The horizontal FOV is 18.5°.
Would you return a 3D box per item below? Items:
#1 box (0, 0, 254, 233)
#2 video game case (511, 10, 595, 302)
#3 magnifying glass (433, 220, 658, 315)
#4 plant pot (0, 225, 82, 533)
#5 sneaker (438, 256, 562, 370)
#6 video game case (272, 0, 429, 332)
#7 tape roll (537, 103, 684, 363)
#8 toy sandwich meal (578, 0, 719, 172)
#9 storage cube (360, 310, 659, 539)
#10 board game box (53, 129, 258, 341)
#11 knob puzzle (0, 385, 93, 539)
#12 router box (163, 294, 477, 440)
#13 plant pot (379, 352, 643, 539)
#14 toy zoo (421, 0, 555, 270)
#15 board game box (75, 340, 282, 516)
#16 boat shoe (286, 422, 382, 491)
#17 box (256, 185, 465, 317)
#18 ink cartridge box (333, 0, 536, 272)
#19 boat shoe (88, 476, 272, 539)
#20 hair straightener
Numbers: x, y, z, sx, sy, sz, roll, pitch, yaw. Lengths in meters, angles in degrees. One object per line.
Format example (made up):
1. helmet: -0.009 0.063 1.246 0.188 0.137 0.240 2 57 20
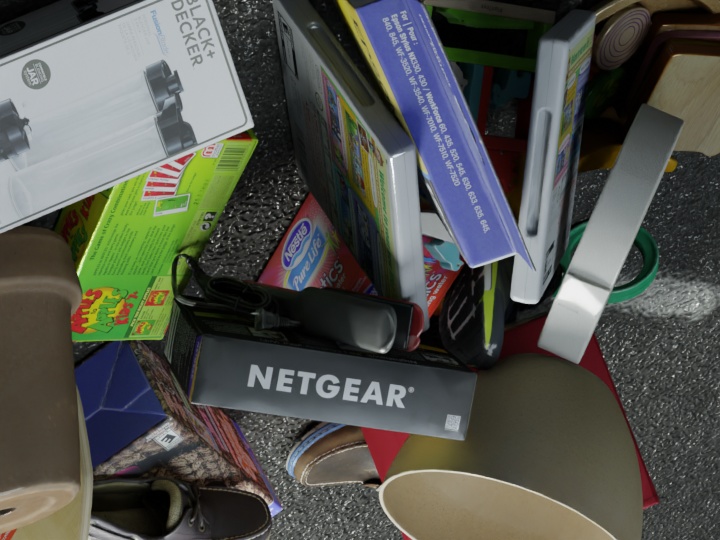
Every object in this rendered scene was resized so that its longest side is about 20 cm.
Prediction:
1. box: -0.183 -0.115 1.446 0.200 0.060 0.117 -23 118 -12
2. video game case: 0.139 -0.086 1.582 0.022 0.200 0.182 8 103 10
3. magnifying glass: 0.155 0.004 1.867 0.200 0.080 0.022 -14 145 -6
4. plant pot: -0.272 0.088 1.507 0.200 0.175 0.200 -17 165 -5
5. sneaker: 0.117 0.007 1.721 0.081 0.200 0.074 26 131 -9
6. video game case: -0.006 -0.077 1.550 0.022 0.182 0.200 -24 143 -13
7. tape roll: 0.188 -0.027 1.658 0.203 0.037 0.203 24 90 -85
8. toy sandwich meal: 0.226 -0.141 1.740 0.205 0.070 0.205 -20 143 -16
9. storage cube: 0.116 0.144 1.852 0.200 0.180 0.171 -21 178 -16
10. board game box: -0.161 -0.035 1.600 0.102 0.048 0.200 0 133 -35
11. knob puzzle: -0.246 0.155 1.632 0.030 0.220 0.220 2 133 -44
12. router box: -0.032 0.068 1.589 0.200 0.157 0.052 9 97 -13
13. plant pot: 0.129 0.142 1.677 0.200 0.200 0.135 62 43 -54
14. toy zoo: 0.078 -0.100 1.629 0.131 0.020 0.200 3 97 -38
15. board game box: -0.186 0.166 1.777 0.159 0.097 0.200 -36 144 6
16. boat shoe: 0.034 0.160 1.951 0.200 0.072 0.072 -14 141 -23
17. box: 0.000 0.000 1.718 0.100 0.096 0.200 3 131 -39
18. ink cartridge box: 0.042 -0.104 1.474 0.047 0.200 0.198 -24 110 1
19. boat shoe: -0.151 0.190 1.689 0.200 0.072 0.065 2 137 -30
20. hair straightener: -0.057 0.019 1.549 0.077 0.200 0.041 -2 107 -59
